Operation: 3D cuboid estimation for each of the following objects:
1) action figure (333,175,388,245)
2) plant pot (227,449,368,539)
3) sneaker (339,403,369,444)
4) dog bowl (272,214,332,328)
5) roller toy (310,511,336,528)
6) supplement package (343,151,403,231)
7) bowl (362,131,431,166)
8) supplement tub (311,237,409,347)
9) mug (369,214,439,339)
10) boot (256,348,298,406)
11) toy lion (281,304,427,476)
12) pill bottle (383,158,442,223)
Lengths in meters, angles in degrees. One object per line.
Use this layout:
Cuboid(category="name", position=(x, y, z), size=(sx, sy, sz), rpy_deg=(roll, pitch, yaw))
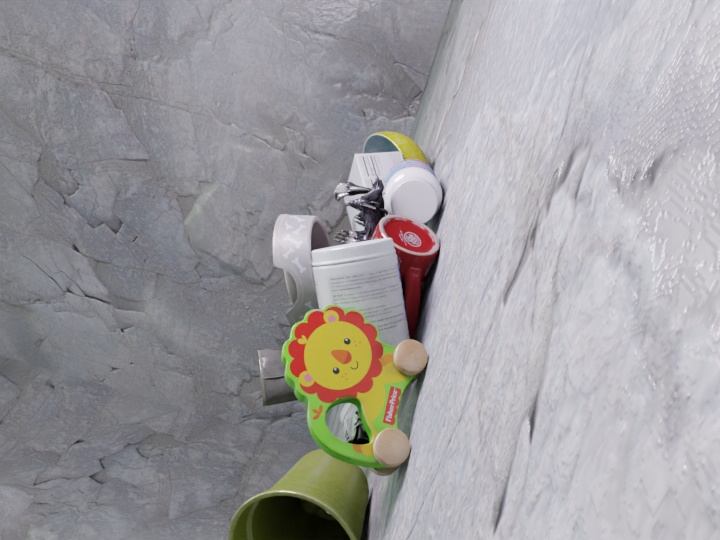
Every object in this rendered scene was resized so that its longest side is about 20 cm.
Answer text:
Cuboid(category="action figure", position=(0.000, -0.093, 1.210), size=(0.200, 0.101, 0.120), rpy_deg=(76, -162, -73))
Cuboid(category="plant pot", position=(-0.071, 0.371, 1.027), size=(0.184, 0.199, 0.202), rpy_deg=(-47, -25, -69))
Cuboid(category="sneaker", position=(0.020, 0.242, 1.223), size=(0.116, 0.075, 0.202), rpy_deg=(-106, 30, -59))
Cuboid(category="dog bowl", position=(-0.084, 0.002, 1.126), size=(0.200, 0.058, 0.202), rpy_deg=(-9, -90, -79))
Cuboid(category="roller toy", position=(-0.092, 0.474, 1.184), size=(0.200, 0.138, 0.184), rpy_deg=(132, 145, -75))
Cuboid(category="supplement package", position=(0.048, -0.130, 1.490), size=(0.156, 0.110, 0.201), rpy_deg=(109, 151, -57))
Cuboid(category="bowl", position=(0.103, -0.240, 1.608), size=(0.107, 0.201, 0.201), rpy_deg=(-25, -25, -27))
Cuboid(category="supplement tub", position=(0.003, 0.059, 1.033), size=(0.132, 0.131, 0.202), rpy_deg=(-98, -1, -86))
Cuboid(category="mug", position=(0.063, 0.030, 1.147), size=(0.133, 0.177, 0.201), rpy_deg=(-19, -39, -45))
Cuboid(category="boot", position=(-0.063, 0.196, 1.128), size=(0.073, 0.198, 0.183), rpy_deg=(109, 149, -45))
Cuboid(category="toy lion", position=(-0.017, 0.148, 0.908), size=(0.069, 0.190, 0.201), rpy_deg=(110, 176, -60))
Cuboid(category="pill bottle", position=(0.097, -0.144, 1.278), size=(0.200, 0.108, 0.110), rpy_deg=(-83, 9, -74))
